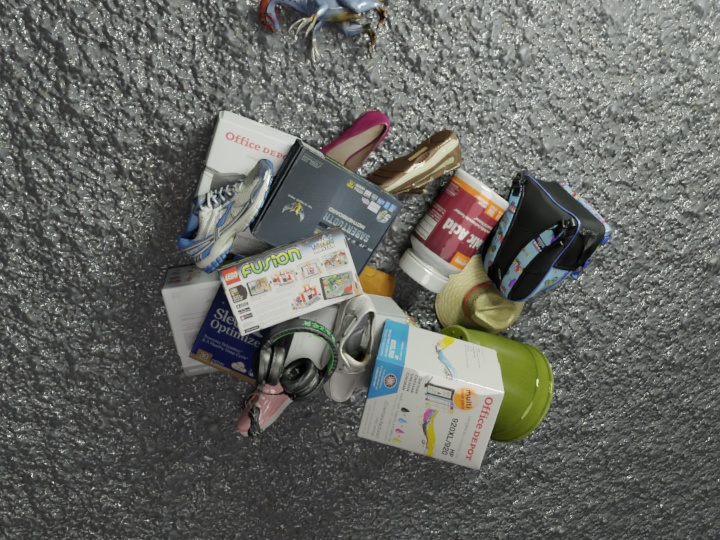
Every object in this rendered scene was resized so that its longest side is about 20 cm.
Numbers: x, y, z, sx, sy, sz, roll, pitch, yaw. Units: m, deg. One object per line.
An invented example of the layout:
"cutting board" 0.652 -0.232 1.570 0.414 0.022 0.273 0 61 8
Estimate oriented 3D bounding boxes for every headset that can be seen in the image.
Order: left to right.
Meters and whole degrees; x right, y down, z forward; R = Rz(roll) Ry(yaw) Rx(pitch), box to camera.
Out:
"headset" -0.117 0.167 0.856 0.123 0.094 0.200 31 112 -23

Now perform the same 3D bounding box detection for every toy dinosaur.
"toy dinosaur" -0.054 -0.394 0.839 0.180 0.105 0.202 24 69 -8

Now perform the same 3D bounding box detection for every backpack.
"backpack" 0.320 -0.045 0.999 0.133 0.183 0.201 5 126 -32

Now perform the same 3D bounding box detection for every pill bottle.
"pill bottle" 0.161 -0.067 0.984 0.113 0.114 0.201 29 104 -22

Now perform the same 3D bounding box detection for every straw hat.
"straw hat" 0.253 0.071 1.080 0.198 0.085 0.204 -5 114 -11

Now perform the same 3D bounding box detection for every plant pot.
"plant pot" 0.227 0.200 1.055 0.192 0.201 0.201 29 104 -28

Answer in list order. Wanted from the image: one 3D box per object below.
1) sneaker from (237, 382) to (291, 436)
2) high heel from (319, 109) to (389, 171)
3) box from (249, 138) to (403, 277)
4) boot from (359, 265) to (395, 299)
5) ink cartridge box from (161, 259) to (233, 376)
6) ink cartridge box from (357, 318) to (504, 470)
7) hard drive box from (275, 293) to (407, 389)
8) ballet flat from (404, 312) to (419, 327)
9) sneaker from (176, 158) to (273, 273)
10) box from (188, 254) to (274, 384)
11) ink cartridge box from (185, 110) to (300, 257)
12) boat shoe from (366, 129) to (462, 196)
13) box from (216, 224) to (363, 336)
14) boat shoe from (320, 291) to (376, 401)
"sneaker" -0.175 0.218 1.052 0.200 0.075 0.105 -39 120 -3
"high heel" -0.028 -0.177 0.905 0.200 0.096 0.067 -44 115 8
"box" -0.054 -0.088 0.877 0.199 0.051 0.159 27 106 -26
"boot" 0.000 0.001 1.010 0.142 0.071 0.204 4 115 -21
"ink cartridge box" -0.229 0.078 0.976 0.197 0.084 0.178 -8 116 -9
"ink cartridge box" 0.113 0.196 0.892 0.197 0.145 0.149 14 110 4
"hard drive box" -0.039 0.119 0.966 0.198 0.077 0.158 11 109 -27
"ballet flat" 0.112 0.171 1.104 0.075 0.064 0.201 -33 116 4
"sneaker" -0.204 -0.090 0.821 0.085 0.077 0.201 34 103 -20
"box" -0.190 0.083 0.903 0.120 0.032 0.201 25 111 -11
"ink cartridge box" -0.186 -0.133 0.894 0.143 0.084 0.202 16 108 -19
"boat shoe" 0.090 -0.158 0.954 0.201 0.075 0.075 -31 122 1
"box" -0.105 0.015 0.845 0.198 0.035 0.111 -18 99 -1
"boat shoe" -0.017 0.137 0.898 0.070 0.069 0.202 0 114 -25
